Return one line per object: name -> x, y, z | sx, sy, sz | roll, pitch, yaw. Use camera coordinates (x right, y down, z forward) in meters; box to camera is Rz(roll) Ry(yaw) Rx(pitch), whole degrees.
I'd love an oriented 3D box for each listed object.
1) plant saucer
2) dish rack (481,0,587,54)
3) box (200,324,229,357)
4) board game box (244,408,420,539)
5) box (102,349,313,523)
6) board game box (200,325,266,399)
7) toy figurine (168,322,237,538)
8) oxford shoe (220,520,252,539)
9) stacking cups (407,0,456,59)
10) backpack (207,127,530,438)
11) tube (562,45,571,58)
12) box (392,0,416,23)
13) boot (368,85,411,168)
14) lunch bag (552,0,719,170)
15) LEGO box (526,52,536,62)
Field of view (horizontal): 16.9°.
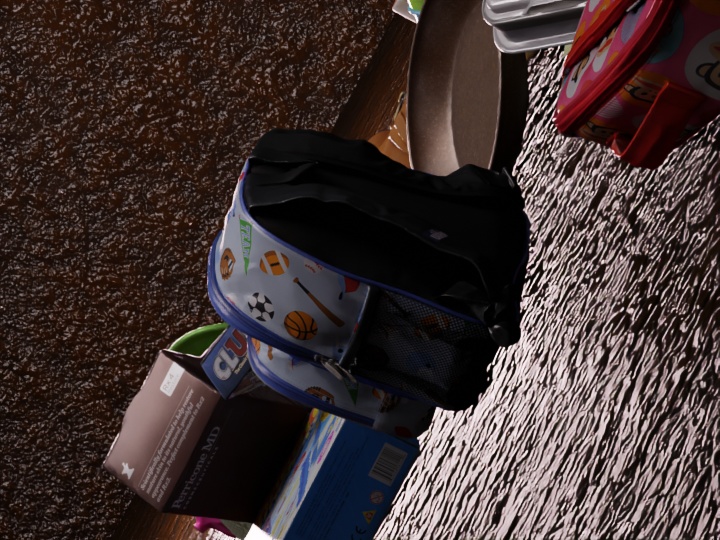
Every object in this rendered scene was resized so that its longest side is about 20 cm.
plant saucer -> 0.084, -0.130, 1.830 | 0.200, 0.037, 0.201 | -179, 90, -70
dish rack -> 0.154, -0.240, 1.541 | 0.172, 0.044, 0.200 | -5, 60, 47
box -> -0.069, 0.062, 2.075 | 0.141, 0.079, 0.200 | -50, -4, 40
board game box -> -0.032, 0.176, 1.692 | 0.200, 0.056, 0.196 | -62, 6, 7
box -> -0.087, 0.128, 1.796 | 0.200, 0.075, 0.100 | 15, -75, -54
board game box -> -0.008, 0.017, 1.731 | 0.200, 0.035, 0.136 | -16, -29, -50
toy figurine -> -0.098, 0.154, 2.214 | 0.200, 0.150, 0.184 | -30, 39, 32
oxford shoe -> -0.078, 0.176, 2.065 | 0.058, 0.075, 0.200 | -42, -9, -33
stacking cups -> 0.064, -0.198, 1.924 | 0.061, 0.060, 0.200 | -73, -31, -58
backpack -> 0.000, 0.000, 1.531 | 0.154, 0.190, 0.200 | -61, 7, 24
tube -> 0.186, -0.247, 1.710 | 0.058, 0.052, 0.200 | 35, -107, -55
box -> 0.131, -0.324, 2.234 | 0.200, 0.106, 0.152 | -57, 9, 46
boot -> 0.042, -0.114, 2.070 | 0.200, 0.077, 0.155 | -85, 7, -61
lunch bag -> 0.166, -0.133, 1.246 | 0.200, 0.082, 0.176 | 132, 160, -74
LEGO box -> 0.128, -0.242, 2.034 | 0.149, 0.077, 0.200 | -65, 6, -21
